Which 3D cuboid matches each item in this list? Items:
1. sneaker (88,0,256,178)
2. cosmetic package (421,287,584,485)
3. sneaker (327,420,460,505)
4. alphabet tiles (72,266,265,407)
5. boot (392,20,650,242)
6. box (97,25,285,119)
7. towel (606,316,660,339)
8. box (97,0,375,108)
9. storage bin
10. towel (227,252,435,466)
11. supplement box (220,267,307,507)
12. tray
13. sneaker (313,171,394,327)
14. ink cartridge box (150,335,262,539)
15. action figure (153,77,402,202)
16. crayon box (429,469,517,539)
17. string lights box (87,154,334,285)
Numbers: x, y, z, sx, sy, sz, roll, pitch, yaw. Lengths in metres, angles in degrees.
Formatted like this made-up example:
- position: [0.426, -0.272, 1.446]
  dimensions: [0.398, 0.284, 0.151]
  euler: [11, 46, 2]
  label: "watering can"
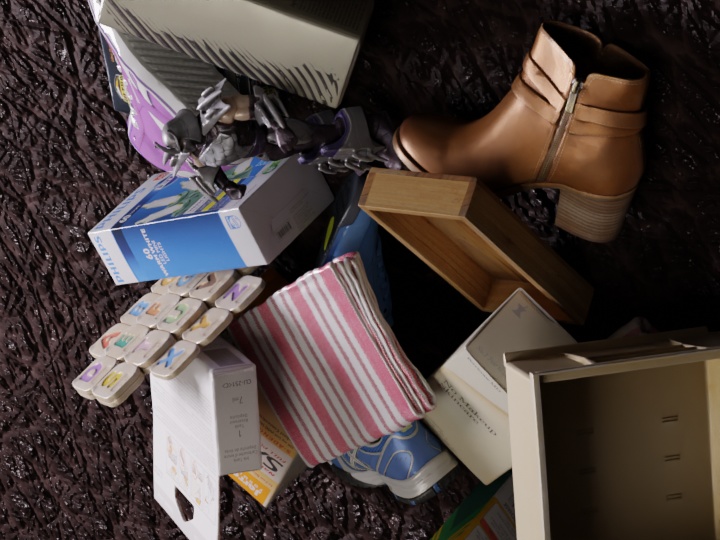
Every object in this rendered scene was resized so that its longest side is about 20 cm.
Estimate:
- position: [-0.178, -0.156, 1.750]
  dimensions: [0.114, 0.073, 0.201]
  euler: [-16, 112, 50]
  label: "sneaker"
- position: [0.115, 0.097, 1.732]
  dimensions: [0.104, 0.073, 0.200]
  euler: [45, 161, 4]
  label: "cosmetic package"
- position: [0.018, 0.145, 1.880]
  dimensions: [0.077, 0.076, 0.200]
  euler: [59, 158, -16]
  label: "sneaker"
- position: [-0.163, 0.039, 1.861]
  dimensions: [0.015, 0.200, 0.195]
  euler: [50, 163, -21]
  label: "alphabet tiles"
- position: [0.122, -0.119, 1.596]
  dimensions: [0.198, 0.074, 0.156]
  euler: [19, 135, 14]
  label: "boot"
- position: [-0.146, -0.206, 1.771]
  dimensions: [0.158, 0.046, 0.201]
  euler: [17, 133, 30]
  label: "box"
- position: [0.250, 0.139, 1.731]
  dimensions: [0.200, 0.030, 0.146]
  euler: [46, 140, 0]
  label: "towel"
- position: [-0.094, -0.201, 1.646]
  dimensions: [0.198, 0.082, 0.069]
  euler: [20, 125, -1]
  label: "box"
- position: [0.213, 0.155, 1.598]
  dimensions: [0.094, 0.197, 0.202]
  euler: [-151, 55, -75]
  label: "storage bin"
- position: [-0.026, 0.077, 1.788]
  dimensions: [0.200, 0.030, 0.147]
  euler: [-30, 89, 54]
  label: "towel"
- position: [-0.085, 0.109, 1.962]
  dimensions: [0.126, 0.074, 0.201]
  euler: [39, 140, 10]
  label: "supplement box"
- position: [0.092, -0.018, 1.654]
  dimensions: [0.098, 0.037, 0.200]
  euler: [7, 161, 36]
  label: "tray"
- position: [0.000, 0.000, 1.817]
  dimensions: [0.078, 0.066, 0.201]
  euler: [14, 131, -3]
  label: "sneaker"
- position: [-0.138, 0.143, 1.871]
  dimensions: [0.200, 0.044, 0.178]
  euler: [-148, 54, -65]
  label: "ink cartridge box"
- position: [-0.071, -0.101, 1.674]
  dimensions: [0.130, 0.198, 0.070]
  euler: [-28, 68, 56]
  label: "action figure"
- position: [0.102, 0.282, 1.846]
  dimensions: [0.051, 0.200, 0.126]
  euler: [-20, 109, 49]
  label: "crayon box"
- position: [-0.130, -0.046, 1.848]
  dimensions: [0.199, 0.103, 0.059]
  euler: [-8, 119, 44]
  label: "string lights box"
